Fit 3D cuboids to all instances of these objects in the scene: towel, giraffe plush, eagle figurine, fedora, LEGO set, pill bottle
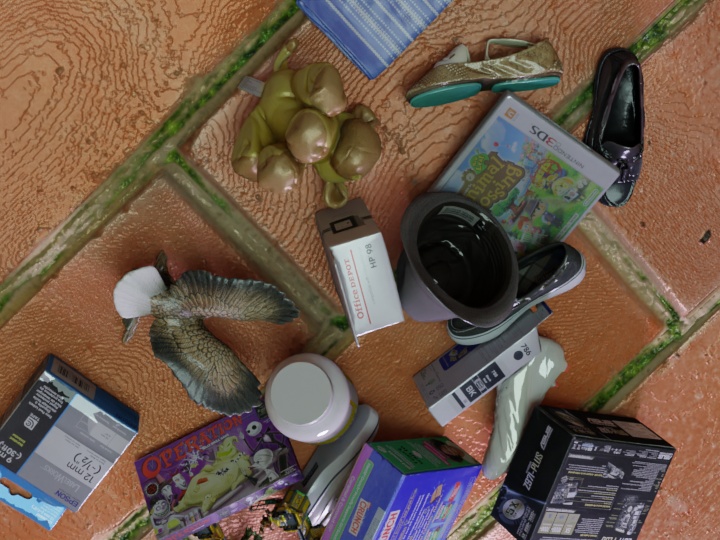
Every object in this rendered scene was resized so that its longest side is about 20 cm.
[{"bbox_3d":[0.035,-0.343,1.576,0.200,0.024,0.145,-44,109,6],"label":"towel"},{"bbox_3d":[-0.047,-0.154,1.558,0.161,0.201,0.173,30,106,-34],"label":"giraffe plush"},{"bbox_3d":[-0.190,0.059,1.601,0.151,0.199,0.153,-43,153,-33],"label":"eagle figurine"},{"bbox_3d":[0.101,0.001,1.598,0.177,0.201,0.090,42,132,-8],"label":"fedora"},{"bbox_3d":[-0.139,0.371,1.687,0.197,0.116,0.156,-3,118,21],"label":"LEGO set"},{"bbox_3d":[-0.060,0.156,1.612,0.103,0.200,0.106,-1,80,4],"label":"pill bottle"}]

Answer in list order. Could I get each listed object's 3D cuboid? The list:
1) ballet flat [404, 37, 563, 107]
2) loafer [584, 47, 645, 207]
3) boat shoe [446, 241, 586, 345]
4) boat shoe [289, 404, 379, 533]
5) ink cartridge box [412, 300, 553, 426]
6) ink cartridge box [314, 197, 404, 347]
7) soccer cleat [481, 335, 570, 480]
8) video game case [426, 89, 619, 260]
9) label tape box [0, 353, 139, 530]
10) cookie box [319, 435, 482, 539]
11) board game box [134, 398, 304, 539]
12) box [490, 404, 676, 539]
[{"bbox_3d":[0.146,-0.244,1.612,0.197,0.071,0.066,-9,81,-9],"label":"ballet flat"},{"bbox_3d":[0.320,-0.172,1.651,0.071,0.063,0.203,-3,107,-8],"label":"loafer"},{"bbox_3d":[0.187,0.023,1.661,0.199,0.069,0.057,-32,145,15],"label":"boat shoe"},{"bbox_3d":[-0.027,0.266,1.730,0.065,0.072,0.201,30,100,-23],"label":"boat shoe"},{"bbox_3d":[0.163,0.108,1.694,0.199,0.100,0.039,-38,111,5],"label":"ink cartridge box"},{"bbox_3d":[0.000,0.000,1.583,0.066,0.200,0.117,-17,109,-3],"label":"ink cartridge box"},{"bbox_3d":[0.199,0.176,1.741,0.077,0.069,0.202,27,94,-13],"label":"soccer cleat"},{"bbox_3d":[0.192,-0.097,1.653,0.181,0.022,0.201,32,114,-16],"label":"video game case"},{"bbox_3d":[-0.391,0.229,1.665,0.143,0.066,0.201,36,97,-17],"label":"label tape box"},{"bbox_3d":[0.049,0.305,1.691,0.199,0.075,0.173,6,112,-57],"label":"cookie box"},{"bbox_3d":[-0.181,0.253,1.681,0.198,0.121,0.032,-27,141,0],"label":"board game box"},{"bbox_3d":[0.293,0.276,1.738,0.198,0.086,0.166,10,106,-35],"label":"box"}]
